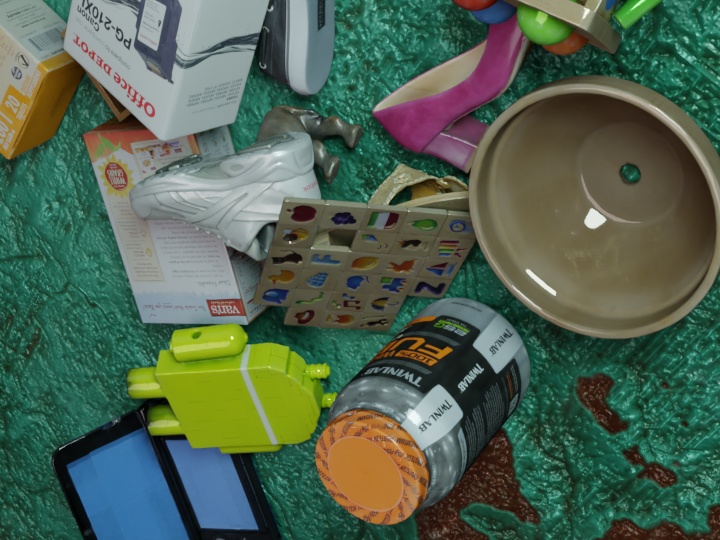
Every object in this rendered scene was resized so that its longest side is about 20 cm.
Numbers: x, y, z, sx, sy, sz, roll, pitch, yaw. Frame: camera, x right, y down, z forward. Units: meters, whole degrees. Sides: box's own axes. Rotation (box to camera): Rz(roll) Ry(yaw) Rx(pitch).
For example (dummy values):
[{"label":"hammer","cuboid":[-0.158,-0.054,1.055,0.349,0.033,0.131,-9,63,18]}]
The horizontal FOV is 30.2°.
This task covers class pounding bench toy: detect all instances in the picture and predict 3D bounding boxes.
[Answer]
[{"label":"pounding bench toy","cuboid":[0.163,-0.214,0.877,0.199,0.124,0.157,27,100,17]}]

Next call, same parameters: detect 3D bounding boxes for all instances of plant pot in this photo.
[{"label":"plant pot","cuboid":[0.188,-0.058,1.005,0.200,0.093,0.202,15,122,25]}]

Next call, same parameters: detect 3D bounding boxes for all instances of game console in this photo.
[{"label":"game console","cuboid":[-0.201,0.249,1.413,0.170,0.118,0.201,-6,112,35]}]

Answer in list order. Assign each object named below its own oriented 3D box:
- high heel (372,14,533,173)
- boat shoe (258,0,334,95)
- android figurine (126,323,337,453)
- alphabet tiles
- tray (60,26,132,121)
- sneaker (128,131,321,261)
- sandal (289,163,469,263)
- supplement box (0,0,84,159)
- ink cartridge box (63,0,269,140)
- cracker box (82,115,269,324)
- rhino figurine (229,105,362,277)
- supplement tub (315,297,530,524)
[{"label":"high heel","cuboid":[0.077,-0.167,1.036,0.096,0.067,0.200,28,141,4]},{"label":"boat shoe","cuboid":[-0.056,-0.241,1.085,0.066,0.070,0.201,20,132,21]},{"label":"android figurine","cuboid":[-0.120,0.120,1.298,0.199,0.041,0.183,-7,135,13]},{"label":"alphabet tiles","cuboid":[0.000,0.000,1.138,0.166,0.008,0.200,4,149,-13]},{"label":"tray","cuboid":[-0.177,-0.223,1.189,0.200,0.037,0.099,-29,98,41]},{"label":"sneaker","cuboid":[-0.117,-0.052,1.140,0.199,0.078,0.100,-7,107,38]},{"label":"sandal","cuboid":[0.028,-0.056,1.124,0.211,0.070,0.078,-17,150,23]},{"label":"supplement box","cuboid":[-0.368,-0.224,1.288,0.200,0.073,0.126,42,130,6]},{"label":"ink cartridge box","cuboid":[-0.152,-0.228,1.075,0.145,0.084,0.201,42,132,25]},{"label":"cracker box","cuboid":[-0.170,-0.049,1.267,0.133,0.058,0.201,0,114,32]},{"label":"rhino figurine","cuboid":[-0.067,-0.058,1.191,0.087,0.060,0.201,28,125,14]},{"label":"supplement tub","cuboid":[0.052,0.117,1.120,0.122,0.200,0.123,15,122,25]}]
